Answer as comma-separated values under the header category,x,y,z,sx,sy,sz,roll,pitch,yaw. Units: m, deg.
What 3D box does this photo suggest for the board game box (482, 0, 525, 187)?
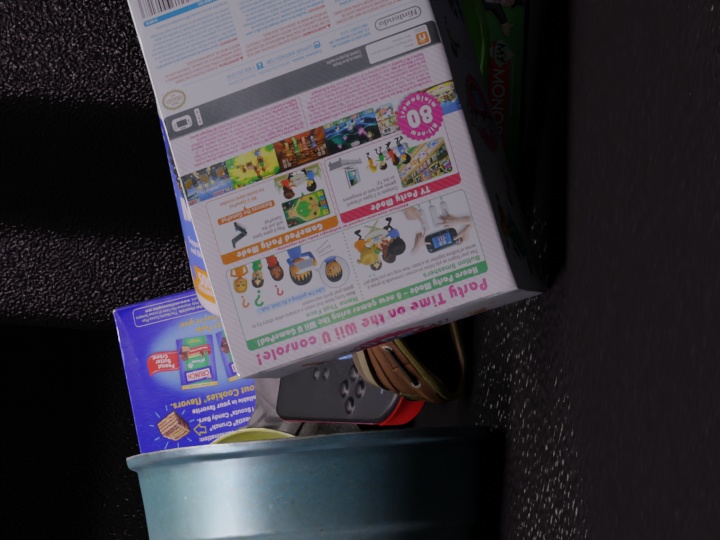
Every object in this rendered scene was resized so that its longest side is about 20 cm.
category,x,y,z,sx,sy,sz,roll,pitch,yaw
board game box,0.062,-0.087,1.357,0.200,0.029,0.136,137,137,-83

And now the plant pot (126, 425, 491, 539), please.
category,x,y,z,sx,sy,sz,roll,pitch,yaw
plant pot,-0.020,0.190,1.274,0.200,0.198,0.198,126,140,-80

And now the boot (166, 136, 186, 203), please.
category,x,y,z,sx,sy,sz,roll,pitch,yaw
boot,-0.035,-0.055,1.405,0.068,0.130,0.201,22,135,46

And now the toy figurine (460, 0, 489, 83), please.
category,x,y,z,sx,sy,sz,roll,pitch,yaw
toy figurine,0.013,-0.114,1.287,0.184,0.149,0.201,-60,-48,-71

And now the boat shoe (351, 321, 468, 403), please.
category,x,y,z,sx,sy,sz,roll,pitch,yaw
boat shoe,0.016,-0.012,1.374,0.068,0.072,0.201,20,142,49

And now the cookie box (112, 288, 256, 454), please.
category,x,y,z,sx,sy,sz,roll,pitch,yaw
cookie box,-0.083,0.110,1.793,0.075,0.170,0.202,1,-103,-66

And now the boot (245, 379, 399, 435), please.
category,x,y,z,sx,sy,sz,roll,pitch,yaw
boot,-0.070,0.108,1.713,0.132,0.070,0.200,-49,67,23

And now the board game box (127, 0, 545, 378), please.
category,x,y,z,sx,sy,sz,roll,pitch,yaw
board game box,-0.012,-0.064,1.146,0.064,0.147,0.201,7,-114,-73

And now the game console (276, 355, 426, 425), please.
category,x,y,z,sx,sy,sz,roll,pitch,yaw
game console,0.000,0.000,1.546,0.176,0.031,0.202,-3,78,57

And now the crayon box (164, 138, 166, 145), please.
category,x,y,z,sx,sy,sz,roll,pitch,yaw
crayon box,-0.067,-0.151,1.586,0.051,0.125,0.201,34,-135,-43

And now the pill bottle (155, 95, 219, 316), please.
category,x,y,z,sx,sy,sz,roll,pitch,yaw
pill bottle,-0.066,-0.079,1.472,0.112,0.111,0.201,-97,-3,-64

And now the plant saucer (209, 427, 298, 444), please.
category,x,y,z,sx,sy,sz,roll,pitch,yaw
plant saucer,-0.042,0.200,1.664,0.031,0.199,0.201,-26,-49,-49
